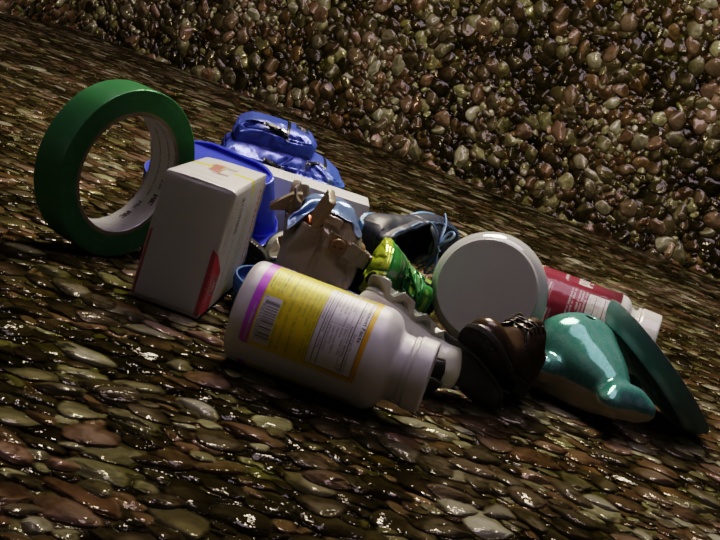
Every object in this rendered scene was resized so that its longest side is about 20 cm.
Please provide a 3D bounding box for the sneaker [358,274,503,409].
[{"bbox_3d":[0.062,0.101,1.484,0.200,0.089,0.074,39,-19,-10],"label":"sneaker"}]

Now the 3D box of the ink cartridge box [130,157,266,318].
[{"bbox_3d":[-0.178,-0.043,1.550,0.083,0.146,0.200,18,10,3],"label":"ink cartridge box"}]

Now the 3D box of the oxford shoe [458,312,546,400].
[{"bbox_3d":[0.162,0.078,1.528,0.073,0.085,0.200,35,-3,22],"label":"oxford shoe"}]

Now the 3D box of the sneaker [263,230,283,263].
[{"bbox_3d":[-0.084,-0.033,1.836,0.084,0.075,0.200,33,13,27],"label":"sneaker"}]

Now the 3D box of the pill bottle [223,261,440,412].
[{"bbox_3d":[-0.026,0.071,1.349,0.199,0.105,0.104,21,11,6],"label":"pill bottle"}]

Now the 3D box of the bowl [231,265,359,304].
[{"bbox_3d":[-0.055,0.048,1.591,0.199,0.040,0.201,19,11,-4],"label":"bowl"}]

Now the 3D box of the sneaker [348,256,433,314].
[{"bbox_3d":[0.000,0.000,1.798,0.199,0.084,0.121,20,12,-44],"label":"sneaker"}]

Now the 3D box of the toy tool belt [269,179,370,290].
[{"bbox_3d":[-0.048,-0.052,1.614,0.124,0.124,0.200,6,15,-8],"label":"toy tool belt"}]

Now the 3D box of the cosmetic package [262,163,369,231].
[{"bbox_3d":[-0.096,-0.077,1.958,0.199,0.113,0.081,19,11,-8],"label":"cosmetic package"}]

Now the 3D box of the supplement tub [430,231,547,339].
[{"bbox_3d":[0.164,0.025,1.734,0.144,0.145,0.200,20,1,8],"label":"supplement tub"}]

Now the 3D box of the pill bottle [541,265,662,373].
[{"bbox_3d":[0.304,0.072,1.890,0.199,0.115,0.114,21,11,7],"label":"pill bottle"}]

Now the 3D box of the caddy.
[{"bbox_3d":[-0.203,-0.088,1.838,0.199,0.105,0.141,24,39,25],"label":"caddy"}]

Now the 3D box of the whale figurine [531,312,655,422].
[{"bbox_3d":[0.279,0.115,1.652,0.158,0.104,0.200,14,9,-25],"label":"whale figurine"}]

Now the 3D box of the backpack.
[{"bbox_3d":[-0.122,-0.138,2.084,0.199,0.169,0.163,21,17,-9],"label":"backpack"}]

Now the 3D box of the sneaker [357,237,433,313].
[{"bbox_3d":[0.049,0.014,1.649,0.083,0.074,0.200,27,-4,11],"label":"sneaker"}]

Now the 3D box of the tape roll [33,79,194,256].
[{"bbox_3d":[-0.281,-0.118,1.591,0.048,0.202,0.200,25,12,35],"label":"tape roll"}]

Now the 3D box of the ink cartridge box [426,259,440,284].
[{"bbox_3d":[0.139,0.011,2.013,0.199,0.076,0.148,27,13,29],"label":"ink cartridge box"}]

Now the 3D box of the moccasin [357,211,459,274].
[{"bbox_3d":[0.069,-0.030,1.767,0.068,0.081,0.199,28,21,35],"label":"moccasin"}]

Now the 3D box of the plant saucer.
[{"bbox_3d":[0.362,0.125,1.713,0.201,0.027,0.200,56,0,0],"label":"plant saucer"}]

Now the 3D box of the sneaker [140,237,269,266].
[{"bbox_3d":[-0.199,-0.040,1.714,0.199,0.060,0.104,13,12,9],"label":"sneaker"}]
